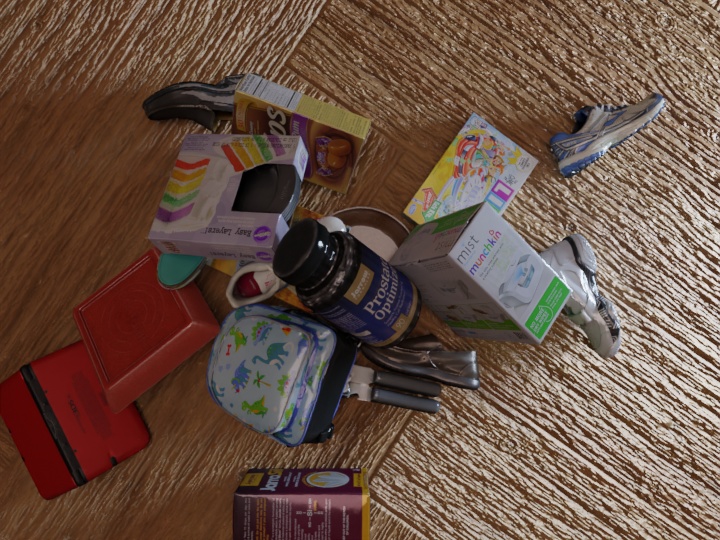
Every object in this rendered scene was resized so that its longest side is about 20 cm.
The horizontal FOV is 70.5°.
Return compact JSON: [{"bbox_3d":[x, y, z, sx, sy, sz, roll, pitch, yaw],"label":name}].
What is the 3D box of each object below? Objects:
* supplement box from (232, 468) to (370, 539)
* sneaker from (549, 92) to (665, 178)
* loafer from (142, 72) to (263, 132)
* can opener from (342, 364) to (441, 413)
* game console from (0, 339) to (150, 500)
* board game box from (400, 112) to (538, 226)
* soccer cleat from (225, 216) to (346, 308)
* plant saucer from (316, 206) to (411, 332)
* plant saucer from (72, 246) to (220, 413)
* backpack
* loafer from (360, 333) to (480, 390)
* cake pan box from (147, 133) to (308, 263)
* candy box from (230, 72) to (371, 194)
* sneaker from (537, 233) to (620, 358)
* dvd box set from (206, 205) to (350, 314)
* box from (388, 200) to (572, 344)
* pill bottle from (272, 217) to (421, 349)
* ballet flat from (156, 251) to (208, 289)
[{"bbox_3d":[-0.085,0.361,0.775,0.197,0.110,0.087,0,87,-1],"label":"supplement box"},{"bbox_3d":[0.396,-0.239,0.824,0.199,0.077,0.086,-33,85,-2],"label":"sneaker"},{"bbox_3d":[-0.245,-0.259,0.814,0.197,0.073,0.073,-11,93,0],"label":"loafer"},{"bbox_3d":[0.031,0.187,0.814,0.197,0.067,0.053,12,68,-6],"label":"can opener"},{"bbox_3d":[-0.464,0.235,0.819,0.171,0.118,0.202,-27,89,-33],"label":"game console"},{"bbox_3d":[0.177,-0.134,0.834,0.134,0.034,0.201,35,88,0],"label":"board game box"},{"bbox_3d":[-0.105,-0.005,0.728,0.199,0.086,0.070,-31,103,12],"label":"soccer cleat"},{"bbox_3d":[0.000,0.000,0.826,0.197,0.037,0.204,0,89,-2],"label":"plant saucer"},{"bbox_3d":[-0.340,0.074,0.776,0.199,0.037,0.200,-37,64,-3],"label":"plant saucer"},{"bbox_3d":[-0.130,0.140,0.745,0.198,0.147,0.185,15,81,29],"label":"backpack"},{"bbox_3d":[0.097,0.135,0.813,0.197,0.073,0.072,16,77,-5],"label":"loafer"},{"bbox_3d":[-0.181,-0.107,0.729,0.197,0.052,0.187,6,68,13],"label":"cake pan box"},{"bbox_3d":[-0.096,-0.205,0.781,0.198,0.117,0.057,20,50,-4],"label":"candy box"},{"bbox_3d":[0.328,0.051,0.814,0.113,0.075,0.203,-16,83,-1],"label":"sneaker"},{"bbox_3d":[-0.131,-0.039,0.802,0.198,0.029,0.148,24,92,13],"label":"dvd box set"},{"bbox_3d":[0.156,0.012,0.725,0.176,0.200,0.097,42,74,-11],"label":"box"},{"bbox_3d":[-0.017,0.018,0.687,0.199,0.112,0.113,35,87,-35],"label":"pill bottle"},{"bbox_3d":[-0.257,-0.059,0.798,0.068,0.071,0.203,18,73,-9],"label":"ballet flat"}]
